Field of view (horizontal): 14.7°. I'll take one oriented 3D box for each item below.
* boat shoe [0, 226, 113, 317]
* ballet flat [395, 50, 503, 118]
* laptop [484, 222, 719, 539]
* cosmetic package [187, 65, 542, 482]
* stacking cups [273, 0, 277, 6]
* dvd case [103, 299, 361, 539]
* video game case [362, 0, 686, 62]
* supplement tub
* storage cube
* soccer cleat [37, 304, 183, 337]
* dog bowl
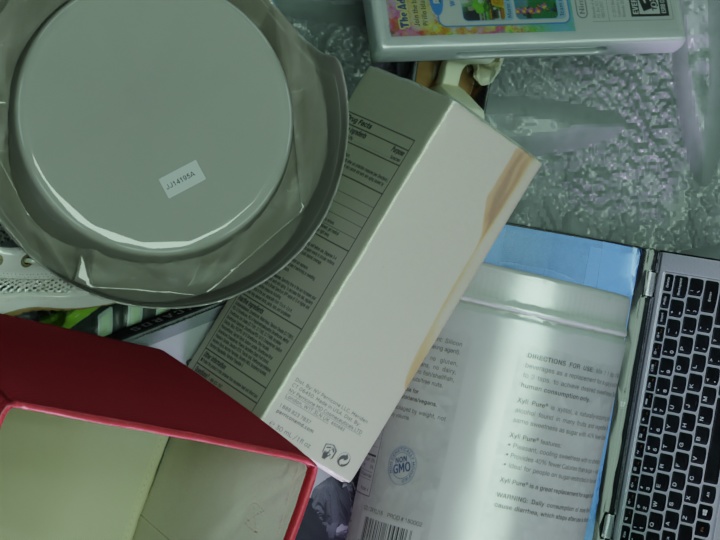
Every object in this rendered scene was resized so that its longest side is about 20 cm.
[{"bbox_3d":[-0.166,-0.021,1.463,0.199,0.071,0.070,-17,128,-31],"label":"boat shoe"},{"bbox_3d":[0.053,-0.105,1.580,0.073,0.073,0.201,11,90,-16],"label":"ballet flat"},{"bbox_3d":[0.149,0.078,1.597,0.116,0.199,0.188,9,91,-49],"label":"laptop"},{"bbox_3d":[0.000,0.000,1.483,0.071,0.105,0.201,32,89,-30],"label":"cosmetic package"},{"bbox_3d":[-0.062,-0.126,1.547,0.060,0.060,0.201,-34,96,-11],"label":"stacking cups"},{"bbox_3d":[-0.064,0.110,1.551,0.150,0.025,0.201,-21,110,-24],"label":"dvd case"},{"bbox_3d":[0.081,-0.214,1.570,0.181,0.024,0.201,-3,71,-15],"label":"video game case"},{"bbox_3d":[0.068,0.099,1.541,0.131,0.132,0.201,14,89,-16],"label":"supplement tub"},{"bbox_3d":[-0.156,0.129,1.385,0.199,0.180,0.172,13,100,-33],"label":"storage cube"},{"bbox_3d":[-0.134,0.043,1.540,0.200,0.067,0.081,-36,103,-14],"label":"soccer cleat"},{"bbox_3d":[-0.108,-0.075,1.422,0.199,0.059,0.201,2,82,-13],"label":"dog bowl"}]
